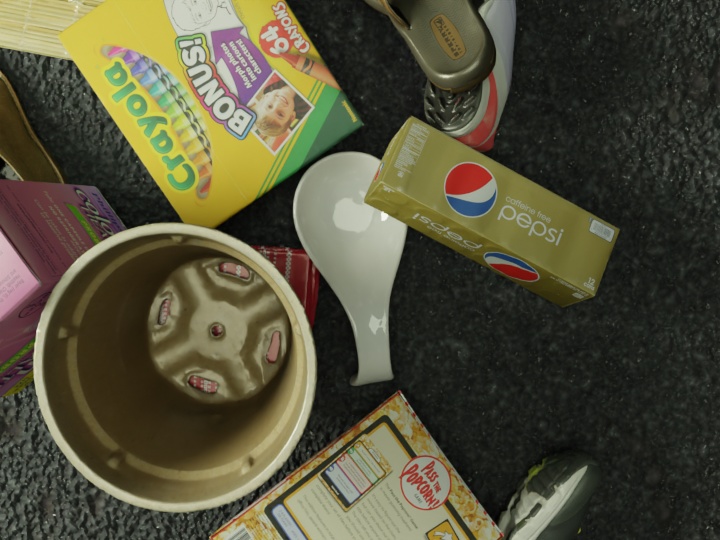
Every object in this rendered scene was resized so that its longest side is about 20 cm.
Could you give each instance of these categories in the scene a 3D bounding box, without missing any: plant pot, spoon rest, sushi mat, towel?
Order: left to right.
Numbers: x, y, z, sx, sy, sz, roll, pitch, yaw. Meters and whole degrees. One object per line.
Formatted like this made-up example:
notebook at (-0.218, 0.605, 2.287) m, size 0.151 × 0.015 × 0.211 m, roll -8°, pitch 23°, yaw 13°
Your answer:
sushi mat at (-0.248, -0.231, 0.885) m, size 0.197 × 0.012 × 0.097 m, roll 10°, pitch 93°, yaw 1°
plant pot at (-0.126, 0.060, 0.792) m, size 0.197 × 0.184 × 0.204 m, roll 0°, pitch 95°, yaw 1°
towel at (-0.138, 0.047, 0.895) m, size 0.197 × 0.022 × 0.147 m, roll 4°, pitch 94°, yaw 2°
spoon rest at (0.000, 0.000, 0.866) m, size 0.098 × 0.061 × 0.203 m, roll -10°, pitch 95°, yaw -7°

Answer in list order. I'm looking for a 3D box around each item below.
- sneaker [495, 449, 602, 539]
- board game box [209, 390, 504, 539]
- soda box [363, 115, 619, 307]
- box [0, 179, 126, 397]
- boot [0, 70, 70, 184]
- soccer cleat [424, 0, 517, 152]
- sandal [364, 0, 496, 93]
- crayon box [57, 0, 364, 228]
sneaker at (0.156, 0.246, 0.881) m, size 0.084 × 0.075 × 0.201 m, roll 30°, pitch 103°, yaw -6°
board game box at (-0.003, 0.222, 0.852) m, size 0.199 × 0.046 × 0.152 m, roll -35°, pitch 84°, yaw -14°
soda box at (0.106, -0.046, 0.839) m, size 0.198 × 0.068 × 0.065 m, roll 28°, pitch 75°, yaw -7°
box at (-0.286, 0.022, 0.797) m, size 0.175 × 0.200 × 0.097 m, roll -39°, pitch 86°, yaw 10°
boot at (-0.326, -0.127, 0.865) m, size 0.073 × 0.075 × 0.201 m, roll -40°, pitch 91°, yaw 6°
soccer cleat at (0.102, -0.199, 0.857) m, size 0.067 × 0.073 × 0.203 m, roll 4°, pitch 77°, yaw 31°
sandal at (0.038, -0.227, 0.821) m, size 0.081 × 0.054 × 0.201 m, roll -34°, pitch 64°, yaw 15°
crayon box at (-0.121, -0.158, 0.853) m, size 0.172 × 0.058 × 0.201 m, roll -34°, pitch 98°, yaw 2°
